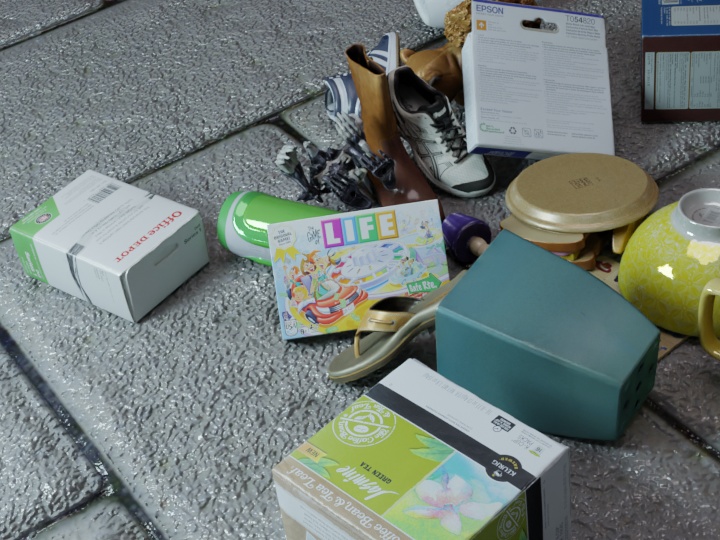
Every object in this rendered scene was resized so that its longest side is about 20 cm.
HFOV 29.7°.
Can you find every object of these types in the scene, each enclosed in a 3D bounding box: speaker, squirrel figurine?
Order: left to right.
[{"bbox_3d":[-0.072,-0.041,1.655,0.199,0.089,0.089,14,43,25],"label":"speaker"},{"bbox_3d":[0.150,-0.301,1.847,0.186,0.201,0.142,-10,42,-16],"label":"squirrel figurine"}]

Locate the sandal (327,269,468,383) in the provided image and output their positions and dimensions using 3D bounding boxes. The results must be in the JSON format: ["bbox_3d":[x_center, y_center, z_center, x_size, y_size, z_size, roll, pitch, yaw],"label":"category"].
[{"bbox_3d":[0.040,0.051,1.486,0.200,0.054,0.080,-36,12,19],"label":"sandal"}]

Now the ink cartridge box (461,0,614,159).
[{"bbox_3d":[0.228,-0.241,1.752,0.199,0.041,0.201,4,75,-18],"label":"ink cartridge box"}]

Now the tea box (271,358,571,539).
[{"bbox_3d":[0.060,0.219,1.267,0.200,0.134,0.197,27,51,36],"label":"tea box"}]

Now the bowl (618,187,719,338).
[{"bbox_3d":[0.393,-0.027,1.526,0.199,0.108,0.200,-2,36,2],"label":"bowl"}]

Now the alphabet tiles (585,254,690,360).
[{"bbox_3d":[0.292,0.049,1.541,0.200,0.006,0.166,-32,44,-27],"label":"alphabet tiles"}]

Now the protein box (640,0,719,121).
[{"bbox_3d":[0.484,-0.312,1.851,0.199,0.135,0.199,1,39,11],"label":"protein box"}]

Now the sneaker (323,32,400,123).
[{"bbox_3d":[0.004,-0.276,1.945,0.108,0.070,0.200,-2,42,5],"label":"sneaker"}]

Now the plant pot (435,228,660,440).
[{"bbox_3d":[0.200,0.083,1.412,0.200,0.142,0.141,25,52,26],"label":"plant pot"}]

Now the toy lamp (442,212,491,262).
[{"bbox_3d":[0.161,-0.010,1.592,0.058,0.058,0.200,-25,38,-20],"label":"toy lamp"}]

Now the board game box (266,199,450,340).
[{"bbox_3d":[0.000,0.000,1.562,0.199,0.135,0.034,-9,-4,0],"label":"board game box"}]

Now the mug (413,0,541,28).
[{"bbox_3d":[0.164,-0.447,2.091,0.175,0.148,0.200,-21,10,-5],"label":"mug"}]

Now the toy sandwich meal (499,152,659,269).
[{"bbox_3d":[0.267,-0.073,1.654,0.204,0.070,0.205,-5,31,3],"label":"toy sandwich meal"}]

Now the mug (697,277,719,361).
[{"bbox_3d":[0.446,0.078,1.358,0.149,0.154,0.187,-18,39,-11],"label":"mug"}]

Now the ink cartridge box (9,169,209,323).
[{"bbox_3d":[-0.308,-0.033,1.686,0.200,0.085,0.146,22,48,32],"label":"ink cartridge box"}]

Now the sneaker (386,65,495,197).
[{"bbox_3d":[0.096,-0.177,1.737,0.200,0.088,0.076,44,67,7],"label":"sneaker"}]

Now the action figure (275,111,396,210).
[{"bbox_3d":[-0.032,-0.134,1.654,0.119,0.102,0.200,-40,24,-10],"label":"action figure"}]

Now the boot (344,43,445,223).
[{"bbox_3d":[0.045,-0.164,1.693,0.068,0.201,0.188,-16,39,-10],"label":"boot"}]
